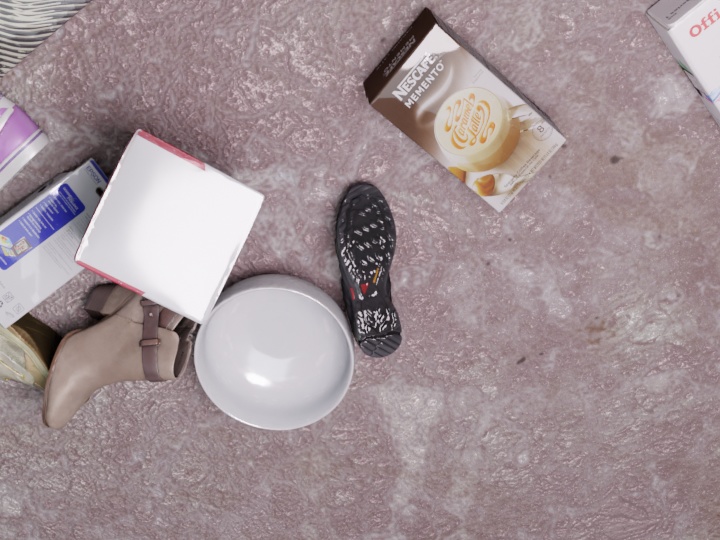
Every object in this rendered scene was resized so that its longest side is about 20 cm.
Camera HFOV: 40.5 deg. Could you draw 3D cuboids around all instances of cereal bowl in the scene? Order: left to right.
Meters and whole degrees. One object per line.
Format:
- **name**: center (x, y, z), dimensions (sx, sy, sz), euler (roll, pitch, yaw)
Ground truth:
- **cereal bowl**: center (-0.102, 0.090, 1.193), dimensions (0.196, 0.084, 0.204), euler (0, 118, 0)

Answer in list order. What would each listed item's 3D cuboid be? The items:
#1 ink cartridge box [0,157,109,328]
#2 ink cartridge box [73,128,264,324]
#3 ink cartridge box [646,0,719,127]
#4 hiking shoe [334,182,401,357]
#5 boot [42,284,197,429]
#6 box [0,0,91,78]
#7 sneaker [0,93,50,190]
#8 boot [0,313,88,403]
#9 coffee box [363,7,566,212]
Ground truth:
- **ink cartridge box**: center (-0.359, -0.035, 1.120), dimensions (0.199, 0.039, 0.100), euler (-37, 115, -7)
- **ink cartridge box**: center (-0.205, -0.052, 1.034), dimensions (0.144, 0.200, 0.147), euler (26, 90, -16)
- **ink cartridge box**: center (0.428, -0.244, 1.063), dimensions (0.144, 0.084, 0.200), euler (-38, 114, 14)
- **hiking shoe**: center (0.000, 0.000, 1.160), dimensions (0.074, 0.101, 0.204), euler (-4, 89, -15)
- **boot**: center (-0.274, 0.103, 1.141), dimensions (0.144, 0.070, 0.203), euler (13, 76, 20)
- **box**: center (-0.323, -0.289, 0.995), dimensions (0.199, 0.069, 0.082), euler (-36, 114, 14)
- **sneaker**: center (-0.450, -0.117, 1.079), dimensions (0.200, 0.073, 0.114), euler (-43, 109, 6)
- **boot**: center (-0.444, 0.126, 1.198), dimensions (0.154, 0.072, 0.200), euler (-40, 108, 15)
- **coffee box**: center (0.113, -0.175, 1.078), dimensions (0.199, 0.080, 0.115), euler (36, 109, -20)
